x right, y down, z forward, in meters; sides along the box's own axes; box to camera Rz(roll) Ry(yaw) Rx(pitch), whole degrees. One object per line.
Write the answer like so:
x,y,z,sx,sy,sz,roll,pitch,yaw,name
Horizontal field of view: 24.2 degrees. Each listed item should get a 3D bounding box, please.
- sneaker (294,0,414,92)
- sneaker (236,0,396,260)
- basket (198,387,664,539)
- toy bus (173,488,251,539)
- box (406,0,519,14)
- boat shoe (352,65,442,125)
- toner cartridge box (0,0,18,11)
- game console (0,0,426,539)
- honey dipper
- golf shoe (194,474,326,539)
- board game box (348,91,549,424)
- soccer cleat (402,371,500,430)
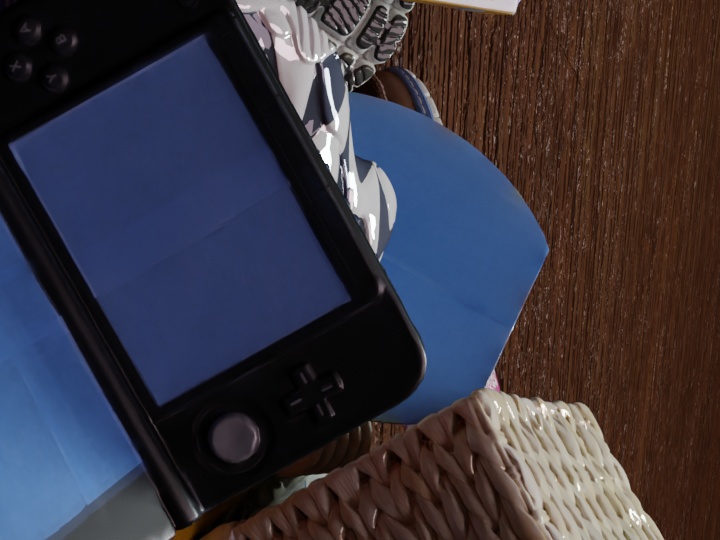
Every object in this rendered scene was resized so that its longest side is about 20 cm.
-0.008,-0.171,0.892,0.077,0.085,0.201,39,80,-36,sneaker
-0.054,-0.024,0.690,0.200,0.079,0.130,64,36,-52,sneaker
0.059,0.172,0.777,0.201,0.160,0.198,61,17,17,basket
-0.076,0.066,0.807,0.200,0.078,0.066,-35,132,-58,toy bus
0.012,-0.195,0.825,0.199,0.041,0.120,4,97,-31,box
0.005,-0.022,0.901,0.072,0.072,0.202,138,-47,-56,boat shoe
-0.121,-0.073,0.685,0.095,0.043,0.202,-17,115,-66,toner cartridge box
-0.091,0.001,0.582,0.201,0.171,0.119,61,4,-6,game console
-0.063,0.073,0.708,0.199,0.038,0.038,3,97,-57,honey dipper
-0.048,0.139,0.899,0.200,0.078,0.098,-53,131,-34,golf shoe
0.000,0.000,0.825,0.201,0.157,0.039,-60,179,-41,board game box
0.040,0.022,1.032,0.086,0.069,0.201,86,-8,-67,soccer cleat
